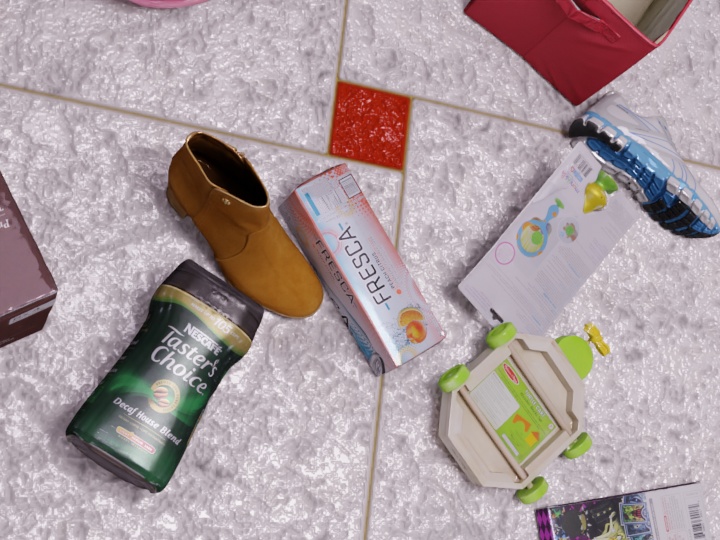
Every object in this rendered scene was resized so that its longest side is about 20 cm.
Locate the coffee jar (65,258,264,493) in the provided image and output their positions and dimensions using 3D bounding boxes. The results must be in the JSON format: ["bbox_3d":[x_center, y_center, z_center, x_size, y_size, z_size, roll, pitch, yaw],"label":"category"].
[{"bbox_3d":[-0.174,0.093,1.196,0.104,0.085,0.201,33,69,-8],"label":"coffee jar"}]

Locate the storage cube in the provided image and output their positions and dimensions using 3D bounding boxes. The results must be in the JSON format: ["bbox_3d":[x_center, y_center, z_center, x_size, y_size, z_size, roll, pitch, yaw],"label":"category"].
[{"bbox_3d":[0.247,-0.313,1.376,0.171,0.180,0.200,38,68,-7],"label":"storage cube"}]

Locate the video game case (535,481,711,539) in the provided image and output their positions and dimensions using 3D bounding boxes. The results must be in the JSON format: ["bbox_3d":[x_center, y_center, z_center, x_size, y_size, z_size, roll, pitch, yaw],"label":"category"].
[{"bbox_3d":[0.278,0.325,1.317,0.180,0.036,0.201,-6,79,-19],"label":"video game case"}]

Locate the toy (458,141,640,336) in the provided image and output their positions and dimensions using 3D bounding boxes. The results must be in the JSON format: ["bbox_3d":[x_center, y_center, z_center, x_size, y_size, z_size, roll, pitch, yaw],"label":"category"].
[{"bbox_3d":[0.189,-0.024,1.354,0.200,0.047,0.115,-48,115,-7],"label":"toy"}]

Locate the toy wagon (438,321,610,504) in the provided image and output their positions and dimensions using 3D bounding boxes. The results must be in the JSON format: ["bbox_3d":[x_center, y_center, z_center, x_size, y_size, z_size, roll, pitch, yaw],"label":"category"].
[{"bbox_3d":[0.171,0.128,1.316,0.200,0.040,0.155,-40,102,-22],"label":"toy wagon"}]

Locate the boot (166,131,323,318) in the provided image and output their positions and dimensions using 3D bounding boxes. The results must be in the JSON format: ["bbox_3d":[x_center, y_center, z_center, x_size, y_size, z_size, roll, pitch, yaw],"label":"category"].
[{"bbox_3d":[-0.100,-0.038,1.218,0.201,0.144,0.071,42,70,-5],"label":"boot"}]

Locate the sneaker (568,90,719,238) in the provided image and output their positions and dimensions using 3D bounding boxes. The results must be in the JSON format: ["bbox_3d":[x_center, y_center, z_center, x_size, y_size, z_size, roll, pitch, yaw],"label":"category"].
[{"bbox_3d":[0.324,-0.119,1.417,0.200,0.075,0.087,42,63,-5],"label":"sneaker"}]

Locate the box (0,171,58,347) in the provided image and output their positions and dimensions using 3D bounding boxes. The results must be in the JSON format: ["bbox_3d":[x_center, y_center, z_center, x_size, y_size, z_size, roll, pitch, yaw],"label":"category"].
[{"bbox_3d":[-0.379,-0.020,1.112,0.165,0.164,0.201,-25,86,-22],"label":"box"}]

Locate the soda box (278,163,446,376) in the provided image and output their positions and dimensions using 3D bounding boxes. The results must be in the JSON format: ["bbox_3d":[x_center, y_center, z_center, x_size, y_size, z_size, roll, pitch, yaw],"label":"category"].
[{"bbox_3d":[0.000,0.000,1.283,0.063,0.068,0.201,-29,87,-21],"label":"soda box"}]

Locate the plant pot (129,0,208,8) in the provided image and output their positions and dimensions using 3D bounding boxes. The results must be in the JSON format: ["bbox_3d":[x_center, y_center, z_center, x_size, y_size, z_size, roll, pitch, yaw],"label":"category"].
[{"bbox_3d":[-0.184,-0.384,1.256,0.199,0.200,0.180,-19,68,-21],"label":"plant pot"}]
